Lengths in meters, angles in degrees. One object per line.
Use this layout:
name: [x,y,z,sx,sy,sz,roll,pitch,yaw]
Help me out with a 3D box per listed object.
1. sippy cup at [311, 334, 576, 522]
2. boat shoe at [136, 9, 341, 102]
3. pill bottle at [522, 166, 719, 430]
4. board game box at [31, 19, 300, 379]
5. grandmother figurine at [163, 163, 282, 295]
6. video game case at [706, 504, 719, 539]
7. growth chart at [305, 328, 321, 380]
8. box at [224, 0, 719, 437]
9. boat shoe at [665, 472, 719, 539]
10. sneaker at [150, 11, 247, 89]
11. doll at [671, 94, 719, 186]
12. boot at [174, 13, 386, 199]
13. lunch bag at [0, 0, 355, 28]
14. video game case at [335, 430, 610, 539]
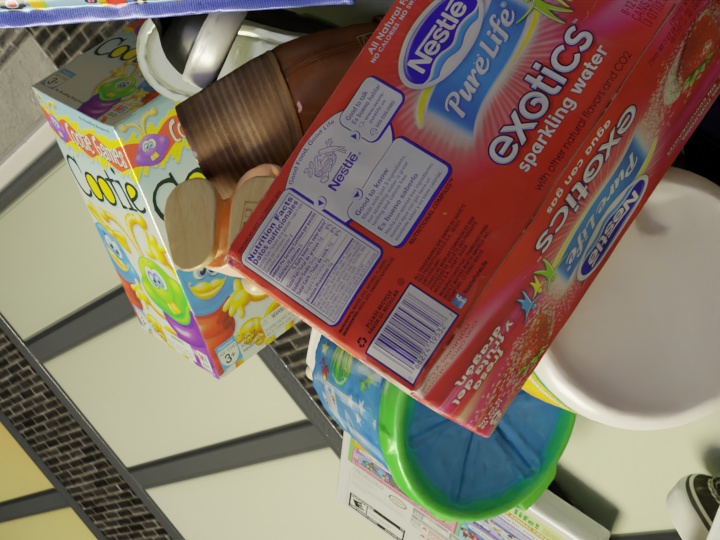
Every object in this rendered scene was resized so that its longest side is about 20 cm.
sippy cup: [0.041,0.067,0.941,0.130,0.139,0.179,21,116,55]
boat shoe: [-0.024,-0.109,0.869,0.200,0.061,0.072,21,119,12]
pill bottle: [0.114,0.013,0.733,0.113,0.113,0.200,48,178,-1]
board game box: [-0.112,-0.049,1.003,0.105,0.103,0.201,27,145,45]
grandmother figurine: [0.000,0.000,0.763,0.121,0.061,0.200,12,174,36]
video game case: [0.243,0.156,0.716,0.182,0.023,0.200,46,159,26]
growth chart: [0.035,0.101,1.089,0.200,0.018,0.145,43,150,8]
box: [0.054,-0.049,0.598,0.100,0.200,0.095,33,178,26]
boat shoe: [0.257,0.168,0.841,0.200,0.071,0.064,41,118,28]
sneaker: [-0.110,-0.160,0.783,0.111,0.200,0.073,24,112,-14]
doll: [0.180,-0.059,0.676,0.136,0.048,0.201,11,134,48]
boot: [0.003,-0.066,0.788,0.200,0.154,0.074,62,-176,-76]
lunch bag: [-0.110,-0.183,0.647,0.094,0.199,0.151,-107,10,-52]
video game case: [0.071,0.171,1.088,0.200,0.022,0.182,33,150,17]
